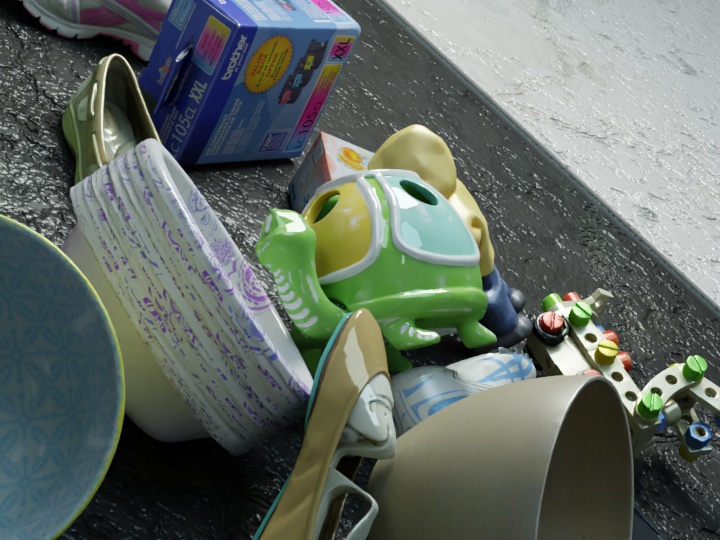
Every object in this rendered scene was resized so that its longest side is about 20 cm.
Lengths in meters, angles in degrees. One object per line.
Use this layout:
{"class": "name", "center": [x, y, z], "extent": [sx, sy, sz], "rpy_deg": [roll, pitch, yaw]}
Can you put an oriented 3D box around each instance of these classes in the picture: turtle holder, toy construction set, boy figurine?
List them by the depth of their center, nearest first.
{"class": "turtle holder", "center": [-0.001, 0.002, 1.264], "extent": [0.184, 0.141, 0.133], "rpy_deg": [-6, 80, -24]}
{"class": "boy figurine", "center": [0.072, -0.023, 1.412], "extent": [0.200, 0.064, 0.125], "rpy_deg": [57, 14, -33]}
{"class": "toy construction set", "center": [0.210, 0.076, 1.470], "extent": [0.130, 0.093, 0.200], "rpy_deg": [-16, 41, -25]}

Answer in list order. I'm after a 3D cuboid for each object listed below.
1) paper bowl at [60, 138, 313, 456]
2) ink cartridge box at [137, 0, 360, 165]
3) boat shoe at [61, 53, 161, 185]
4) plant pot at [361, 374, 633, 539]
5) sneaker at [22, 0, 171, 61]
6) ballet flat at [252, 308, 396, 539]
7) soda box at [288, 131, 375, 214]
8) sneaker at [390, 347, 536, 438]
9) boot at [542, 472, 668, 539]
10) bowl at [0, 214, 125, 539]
{"class": "paper bowl", "center": [-0.119, 0.026, 1.133], "extent": [0.201, 0.104, 0.201], "rpy_deg": [58, 3, -4]}
{"class": "ink cartridge box", "center": [-0.107, -0.163, 1.481], "extent": [0.076, 0.137, 0.199], "rpy_deg": [40, 27, 27]}
{"class": "boat shoe", "center": [-0.175, -0.087, 1.361], "extent": [0.073, 0.063, 0.201], "rpy_deg": [15, 32, -31]}
{"class": "plant pot", "center": [0.079, 0.160, 1.117], "extent": [0.134, 0.202, 0.200], "rpy_deg": [4, 16, 25]}
{"class": "sneaker", "center": [-0.215, -0.247, 1.560], "extent": [0.199, 0.088, 0.082], "rpy_deg": [16, 31, -29]}
{"class": "ballet flat", "center": [-0.011, 0.120, 1.085], "extent": [0.063, 0.201, 0.069], "rpy_deg": [14, -20, 22]}
{"class": "soda box", "center": [-0.008, -0.027, 1.442], "extent": [0.068, 0.064, 0.201], "rpy_deg": [21, 30, -22]}
{"class": "sneaker", "center": [0.077, 0.101, 1.330], "extent": [0.200, 0.072, 0.073], "rpy_deg": [-9, 79, -60]}
{"class": "boot", "center": [0.164, 0.171, 1.287], "extent": [0.168, 0.076, 0.200], "rpy_deg": [49, 11, 3]}
{"class": "bowl", "center": [-0.227, 0.071, 0.961], "extent": [0.199, 0.201, 0.108], "rpy_deg": [31, -12, -3]}
